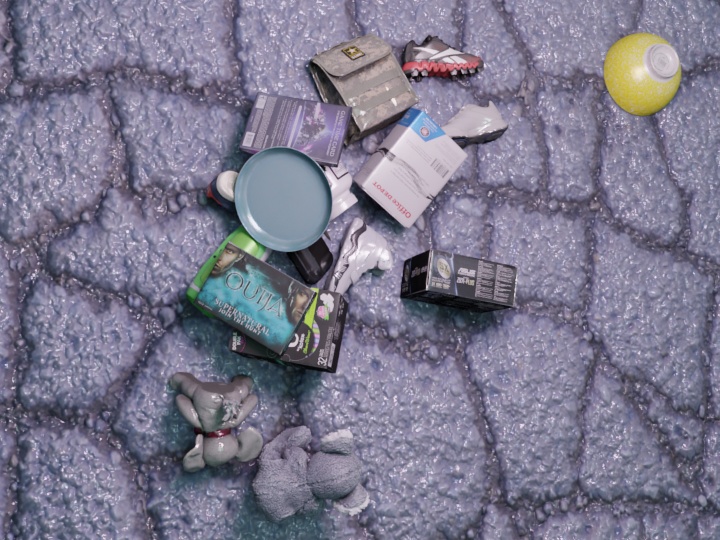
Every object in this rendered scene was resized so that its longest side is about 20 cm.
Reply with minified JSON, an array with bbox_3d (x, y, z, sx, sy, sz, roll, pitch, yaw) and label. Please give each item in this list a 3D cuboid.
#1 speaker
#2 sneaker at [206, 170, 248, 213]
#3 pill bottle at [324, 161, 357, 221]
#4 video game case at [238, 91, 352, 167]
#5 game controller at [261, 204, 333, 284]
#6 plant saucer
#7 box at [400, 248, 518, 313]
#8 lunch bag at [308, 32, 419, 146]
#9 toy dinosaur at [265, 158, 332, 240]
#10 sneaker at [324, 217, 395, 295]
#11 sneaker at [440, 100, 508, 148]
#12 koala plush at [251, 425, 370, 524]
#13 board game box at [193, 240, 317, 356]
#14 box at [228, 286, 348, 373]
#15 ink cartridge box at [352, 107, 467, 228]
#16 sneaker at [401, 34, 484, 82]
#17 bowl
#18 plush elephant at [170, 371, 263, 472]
[{"bbox_3d":[-0.256,-0.005,1.639,0.088,0.088,0.201,41,74,-8],"label":"speaker"},{"bbox_3d":[-0.224,-0.138,1.679,0.199,0.084,0.076,30,60,-35],"label":"sneaker"},{"bbox_3d":[-0.093,-0.203,1.698,0.112,0.112,0.201,-36,94,-17],"label":"pill bottle"},{"bbox_3d":[-0.126,-0.279,1.626,0.196,0.019,0.145,11,61,5],"label":"video game case"},{"bbox_3d":[-0.125,-0.072,1.680,0.202,0.042,0.105,59,33,-17],"label":"game controller"},{"bbox_3d":[-0.145,-0.138,1.586,0.197,0.027,0.204,4,107,12],"label":"plant saucer"},{"bbox_3d":[0.203,0.025,1.730,0.197,0.164,0.088,11,80,-14],"label":"box"},{"bbox_3d":[0.002,-0.397,1.750,0.163,0.117,0.202,-29,89,-23],"label":"lunch bag"},{"bbox_3d":[-0.109,-0.150,1.629,0.202,0.101,0.077,59,36,-11],"label":"toy dinosaur"},{"bbox_3d":[0.000,0.000,1.718,0.113,0.075,0.203,23,74,-10],"label":"sneaker"},{"bbox_3d":[0.231,-0.321,1.841,0.197,0.075,0.088,-16,76,-24],"label":"sneaker"},{"bbox_3d":[-0.083,0.388,1.550,0.197,0.183,0.181,-12,88,23],"label":"koala plush"},{"bbox_3d":[-0.197,0.051,1.546,0.198,0.028,0.137,29,84,11],"label":"board game box"},{"bbox_3d":[-0.137,0.108,1.606,0.196,0.124,0.151,10,80,9],"label":"box"},{"bbox_3d":[0.102,-0.214,1.730,0.144,0.084,0.201,39,92,-22],"label":"ink cartridge box"},{"bbox_3d":[0.183,-0.475,1.836,0.197,0.071,0.100,-5,86,-16],"label":"sneaker"},{"bbox_3d":[0.694,-0.482,1.971,0.197,0.108,0.204,2,83,-17],"label":"bowl"},{"bbox_3d":[-0.271,0.294,1.565,0.162,0.200,0.158,4,100,-23],"label":"plush elephant"}]
